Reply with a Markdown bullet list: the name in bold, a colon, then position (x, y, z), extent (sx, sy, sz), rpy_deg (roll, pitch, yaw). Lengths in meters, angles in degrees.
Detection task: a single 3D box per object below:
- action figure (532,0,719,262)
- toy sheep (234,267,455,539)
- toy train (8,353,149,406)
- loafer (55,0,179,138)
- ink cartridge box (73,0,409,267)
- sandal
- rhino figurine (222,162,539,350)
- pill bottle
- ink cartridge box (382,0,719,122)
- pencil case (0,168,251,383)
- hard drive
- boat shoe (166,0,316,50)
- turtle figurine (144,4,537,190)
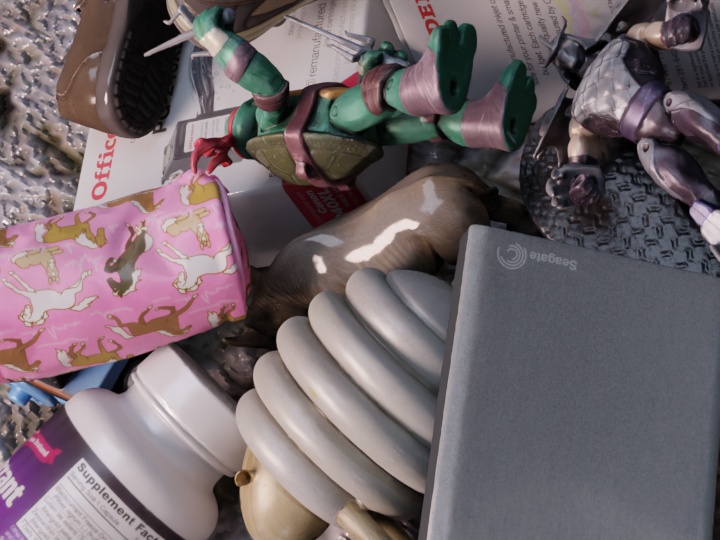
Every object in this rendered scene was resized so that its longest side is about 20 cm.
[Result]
- **action figure**: position (0.157, -0.072, 0.788), extent (0.200, 0.069, 0.131), rpy_deg (45, 124, 34)
- **toy sheep**: position (0.011, 0.068, 0.820), extent (0.200, 0.138, 0.138), rpy_deg (-47, 50, 2)
- **toy train**: position (-0.213, 0.031, 0.973), extent (0.199, 0.114, 0.087), rpy_deg (19, 72, 36)
- **loafer**: position (-0.150, -0.175, 0.985), extent (0.071, 0.073, 0.201), rpy_deg (-2, 58, 27)
- **ink cartridge box**: position (-0.073, -0.082, 0.986), extent (0.199, 0.083, 0.146), rpy_deg (-9, 57, 23)
- **sandal**: position (0.158, -0.011, 0.847), extent (0.075, 0.045, 0.200), rpy_deg (-43, 64, 5)
- **rhino figurine**: position (0.000, 0.000, 0.890), extent (0.199, 0.087, 0.060), rpy_deg (-26, 48, 24)
- **pill bottle**: position (-0.151, 0.138, 0.874), extent (0.200, 0.111, 0.111), rpy_deg (-45, 50, -3)
- **ink cartridge box**: position (0.122, -0.167, 0.883), extent (0.199, 0.145, 0.084), rpy_deg (-5, 43, 27)
- **pencil case**: position (-0.160, 0.008, 0.854), extent (0.199, 0.083, 0.087), rpy_deg (-16, 36, -4)
- **hard drive**: position (0.103, 0.087, 0.752), extent (0.138, 0.033, 0.201), rpy_deg (12, 71, -8)
- **boat shoe**: position (-0.024, -0.201, 0.916), extent (0.200, 0.073, 0.075), rpy_deg (-40, 86, -17)
- **turtle figurine**: position (-0.014, -0.094, 0.847), extent (0.199, 0.149, 0.102), rpy_deg (3, 96, 35)
